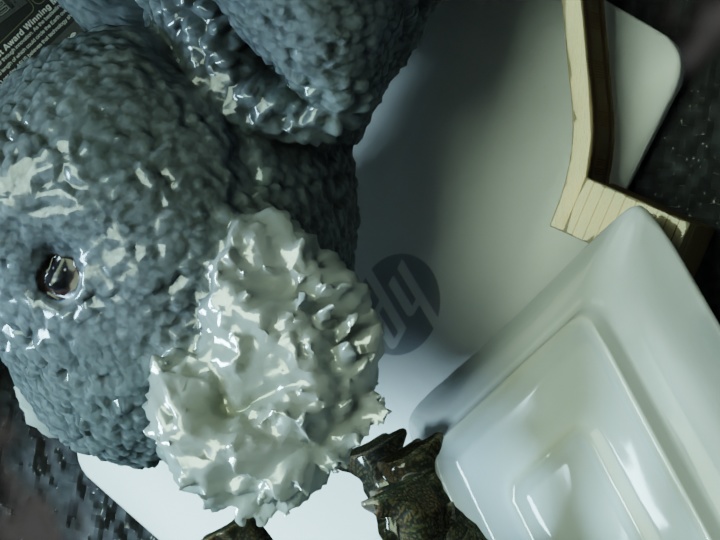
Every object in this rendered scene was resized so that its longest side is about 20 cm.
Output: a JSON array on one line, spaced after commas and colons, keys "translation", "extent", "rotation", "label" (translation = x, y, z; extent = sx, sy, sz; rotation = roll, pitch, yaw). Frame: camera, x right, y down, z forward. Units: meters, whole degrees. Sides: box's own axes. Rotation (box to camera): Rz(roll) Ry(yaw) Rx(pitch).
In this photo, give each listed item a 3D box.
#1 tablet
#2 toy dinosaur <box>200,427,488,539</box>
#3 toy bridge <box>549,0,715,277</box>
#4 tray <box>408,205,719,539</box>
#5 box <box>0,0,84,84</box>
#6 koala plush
[{"translation": [0.000, 0.000, 0.822], "extent": [0.130, 0.014, 0.200], "rotation": [35, 105, 35], "label": "tablet"}, {"translation": [0.018, 0.097, 0.732], "extent": [0.200, 0.077, 0.102], "rotation": [-18, 100, 55], "label": "toy dinosaur"}, {"translation": [0.090, -0.101, 0.747], "extent": [0.067, 0.027, 0.200], "rotation": [25, 100, 21], "label": "toy bridge"}, {"translation": [0.077, 0.094, 0.722], "extent": [0.107, 0.022, 0.200], "rotation": [-46, 62, 39], "label": "tray"}, {"translation": [-0.155, -0.087, 0.829], "extent": [0.200, 0.161, 0.049], "rotation": [-45, 18, -2], "label": "box"}, {"translation": [-0.044, -0.041, 0.753], "extent": [0.177, 0.183, 0.200], "rotation": [6, 93, 60], "label": "koala plush"}]
